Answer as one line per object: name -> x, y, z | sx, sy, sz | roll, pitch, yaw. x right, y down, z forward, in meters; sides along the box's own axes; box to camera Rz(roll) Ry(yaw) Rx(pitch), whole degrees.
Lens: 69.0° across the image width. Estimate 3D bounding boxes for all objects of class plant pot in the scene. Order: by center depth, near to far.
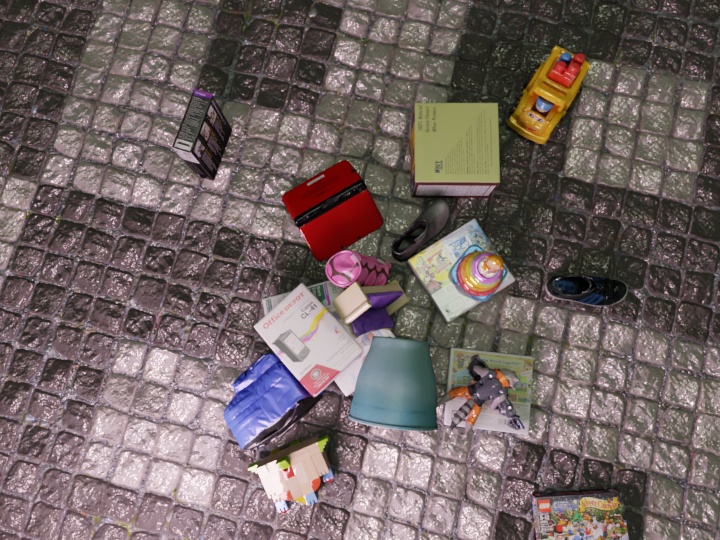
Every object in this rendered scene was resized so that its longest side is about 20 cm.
plant pot -> 0.081, 0.246, 1.175 | 0.199, 0.200, 0.189 | 6, 82, 2

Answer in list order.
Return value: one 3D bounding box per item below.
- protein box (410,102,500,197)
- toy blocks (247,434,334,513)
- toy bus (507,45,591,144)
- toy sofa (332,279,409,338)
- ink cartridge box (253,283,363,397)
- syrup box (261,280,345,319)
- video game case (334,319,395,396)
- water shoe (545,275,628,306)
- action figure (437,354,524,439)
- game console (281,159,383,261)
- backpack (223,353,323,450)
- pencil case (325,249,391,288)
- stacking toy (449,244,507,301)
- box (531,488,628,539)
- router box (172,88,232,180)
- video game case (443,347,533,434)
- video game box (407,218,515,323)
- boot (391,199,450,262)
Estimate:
protein box -> 0.226, -0.291, 1.288 | 0.199, 0.135, 0.200 | 0, 82, 1
toy blocks -> -0.142, 0.480, 1.211 | 0.199, 0.100, 0.137 | -23, 93, -1
toy bus -> 0.470, -0.439, 1.278 | 0.135, 0.192, 0.200 | 31, 85, 4
toy sofa -> 0.035, 0.083, 1.197 | 0.083, 0.200, 0.098 | -40, 71, 25
ink cartridge box -> -0.112, 0.152, 1.141 | 0.148, 0.086, 0.200 | -42, 82, -11
syrup box -> -0.124, 0.088, 1.250 | 0.199, 0.081, 0.079 | -16, 70, 7
video game case -> -0.021, 0.171, 1.280 | 0.182, 0.024, 0.200 | -37, 82, -4
water shoe -> 0.550, 0.048, 1.257 | 0.199, 0.079, 0.072 | 1, 81, 1
action figure -> 0.290, 0.304, 1.193 | 0.193, 0.105, 0.200 | -42, 80, 5
game console -> -0.072, -0.155, 1.335 | 0.199, 0.119, 0.173 | -30, 51, -4
backpack -> -0.211, 0.300, 1.202 | 0.200, 0.162, 0.168 | -45, 68, 6
pencil case -> 0.000, 0.000, 1.217 | 0.093, 0.200, 0.091 | -29, 76, 18
stacking toy -> 0.280, -0.003, 1.165 | 0.116, 0.200, 0.110 | 39, 84, 5
box -> 0.501, 0.580, 1.197 | 0.199, 0.038, 0.137 | -4, 81, 1
router box -> -0.380, -0.323, 1.276 | 0.051, 0.200, 0.150 | 17, 81, 2
video game case -> 0.307, 0.287, 1.256 | 0.199, 0.023, 0.183 | 6, 82, 3
video game box -> 0.245, 0.001, 1.289 | 0.199, 0.047, 0.183 | -31, 84, -4
boot -> 0.153, -0.102, 1.263 | 0.070, 0.132, 0.200 | 38, 84, 7
